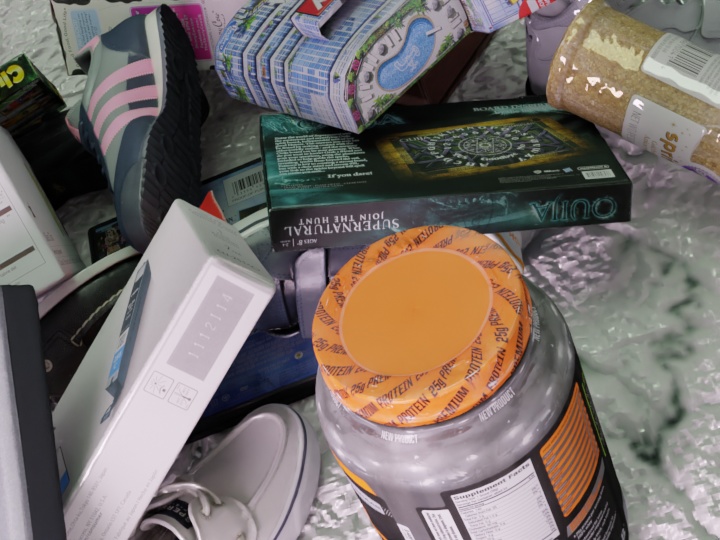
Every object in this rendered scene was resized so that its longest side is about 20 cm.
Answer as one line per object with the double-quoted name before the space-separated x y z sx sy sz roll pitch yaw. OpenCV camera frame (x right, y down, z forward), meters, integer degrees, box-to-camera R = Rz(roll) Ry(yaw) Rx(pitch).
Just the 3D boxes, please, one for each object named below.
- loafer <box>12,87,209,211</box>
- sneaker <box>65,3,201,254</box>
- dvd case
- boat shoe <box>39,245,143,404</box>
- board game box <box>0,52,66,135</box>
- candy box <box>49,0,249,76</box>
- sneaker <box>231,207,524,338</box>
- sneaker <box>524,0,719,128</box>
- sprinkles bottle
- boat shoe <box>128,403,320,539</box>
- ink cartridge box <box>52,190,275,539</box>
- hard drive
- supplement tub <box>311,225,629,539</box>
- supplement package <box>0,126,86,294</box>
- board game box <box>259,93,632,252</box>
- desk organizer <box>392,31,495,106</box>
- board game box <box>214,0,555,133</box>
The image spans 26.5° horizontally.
"loafer" -0.201 -0.088 1.068 0.199 0.068 0.071 -28 52 3
"sneaker" -0.148 -0.081 0.970 0.081 0.070 0.202 -17 45 15
"dvd case" -0.098 0.019 0.966 0.141 0.018 0.201 -22 47 5
"boat shoe" -0.194 0.064 0.930 0.200 0.076 0.060 -41 80 -1
"board game box" -0.255 -0.100 1.030 0.104 0.024 0.200 -30 4 -4
"candy box" -0.100 -0.191 1.089 0.198 0.062 0.136 0 26 24
"sneaker" 0.000 0.000 0.883 0.198 0.079 0.080 -17 43 -7
"sneaker" 0.187 -0.166 0.937 0.198 0.115 0.076 -21 46 4
"sprinkles bottle" 0.203 -0.082 0.850 0.199 0.069 0.068 29 64 18
"boat shoe" -0.092 0.145 0.818 0.071 0.066 0.201 20 61 36
"ink cartridge box" -0.130 0.056 0.830 0.201 0.044 0.176 -59 25 8
"hard drive" -0.200 0.118 0.762 0.139 0.033 0.203 -15 81 40
"supplement tub" 0.052 0.080 0.720 0.121 0.201 0.123 -12 46 13
"supplement package" -0.263 -0.008 0.924 0.155 0.112 0.200 -31 5 -5
"board game box" 0.043 -0.059 0.875 0.197 0.028 0.136 -4 28 -4
"desk organizer" 0.062 -0.207 1.054 0.071 0.077 0.201 16 59 33
"board game box" 0.027 -0.173 0.906 0.200 0.062 0.199 -44 33 -18
